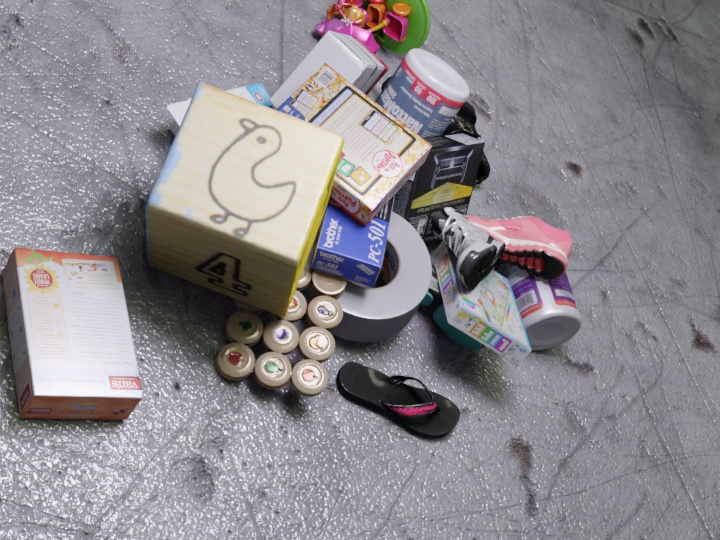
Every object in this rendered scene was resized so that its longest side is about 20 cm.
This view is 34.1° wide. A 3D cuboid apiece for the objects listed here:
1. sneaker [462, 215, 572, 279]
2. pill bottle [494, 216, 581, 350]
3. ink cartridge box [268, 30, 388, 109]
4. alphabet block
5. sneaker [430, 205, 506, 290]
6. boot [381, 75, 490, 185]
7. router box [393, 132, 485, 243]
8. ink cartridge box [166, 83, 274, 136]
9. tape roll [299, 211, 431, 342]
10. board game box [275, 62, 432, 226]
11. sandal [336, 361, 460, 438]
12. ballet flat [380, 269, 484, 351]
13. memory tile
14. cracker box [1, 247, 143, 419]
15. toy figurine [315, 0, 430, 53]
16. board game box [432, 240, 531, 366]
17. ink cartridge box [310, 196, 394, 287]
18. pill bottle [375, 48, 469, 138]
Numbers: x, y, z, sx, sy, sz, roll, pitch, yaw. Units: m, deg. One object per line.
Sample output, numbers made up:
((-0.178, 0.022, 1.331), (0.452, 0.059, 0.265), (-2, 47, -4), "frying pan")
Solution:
((0.242, -0.051, 1.856), (0.198, 0.074, 0.087), (19, 52, 20), "sneaker")
((0.280, 0.017, 1.903), (0.110, 0.111, 0.202), (11, 50, -32), "pill bottle")
((-0.046, -0.287, 1.812), (0.083, 0.145, 0.200), (44, 13, 3), "ink cartridge box")
((-0.149, -0.086, 1.502), (0.197, 0.197, 0.198), (19, 68, 0), "alphabet block")
((0.143, -0.036, 1.738), (0.115, 0.076, 0.200), (33, 13, 9), "sneaker")
((0.133, -0.246, 2.030), (0.209, 0.079, 0.160), (19, 46, -27), "boot")
((0.110, -0.126, 1.829), (0.052, 0.160, 0.199), (24, 21, 29), "router box")
((-0.198, -0.197, 1.726), (0.199, 0.068, 0.117), (-23, 72, -48), "ink cartridge box")
((0.000, 0.000, 1.682), (0.197, 0.066, 0.203), (10, 54, -13), "tape roll")
((-0.022, -0.179, 1.643), (0.199, 0.046, 0.152), (39, 59, 9), "board game box")
((0.060, 0.177, 1.638), (0.198, 0.045, 0.076), (24, 44, -22), "sandal")
((0.121, 0.039, 1.784), (0.199, 0.067, 0.064), (38, 49, -5), "ballet flat")
((-0.101, 0.066, 1.560), (0.151, 0.017, 0.202), (14, 57, -4), "memory tile")
((-0.342, 0.075, 1.384), (0.132, 0.058, 0.202), (7, 52, -34), "cracker box")
((-0.008, -0.430, 2.053), (0.199, 0.152, 0.184), (32, 46, 21), "toy figurine")
((0.180, 0.045, 1.760), (0.133, 0.034, 0.201), (32, 23, -19), "board game box")
((-0.006, -0.073, 1.650), (0.093, 0.045, 0.202), (17, 45, -6), "ink cartridge box")
((0.073, -0.238, 1.868), (0.119, 0.201, 0.120), (28, 26, -15), "pill bottle")
